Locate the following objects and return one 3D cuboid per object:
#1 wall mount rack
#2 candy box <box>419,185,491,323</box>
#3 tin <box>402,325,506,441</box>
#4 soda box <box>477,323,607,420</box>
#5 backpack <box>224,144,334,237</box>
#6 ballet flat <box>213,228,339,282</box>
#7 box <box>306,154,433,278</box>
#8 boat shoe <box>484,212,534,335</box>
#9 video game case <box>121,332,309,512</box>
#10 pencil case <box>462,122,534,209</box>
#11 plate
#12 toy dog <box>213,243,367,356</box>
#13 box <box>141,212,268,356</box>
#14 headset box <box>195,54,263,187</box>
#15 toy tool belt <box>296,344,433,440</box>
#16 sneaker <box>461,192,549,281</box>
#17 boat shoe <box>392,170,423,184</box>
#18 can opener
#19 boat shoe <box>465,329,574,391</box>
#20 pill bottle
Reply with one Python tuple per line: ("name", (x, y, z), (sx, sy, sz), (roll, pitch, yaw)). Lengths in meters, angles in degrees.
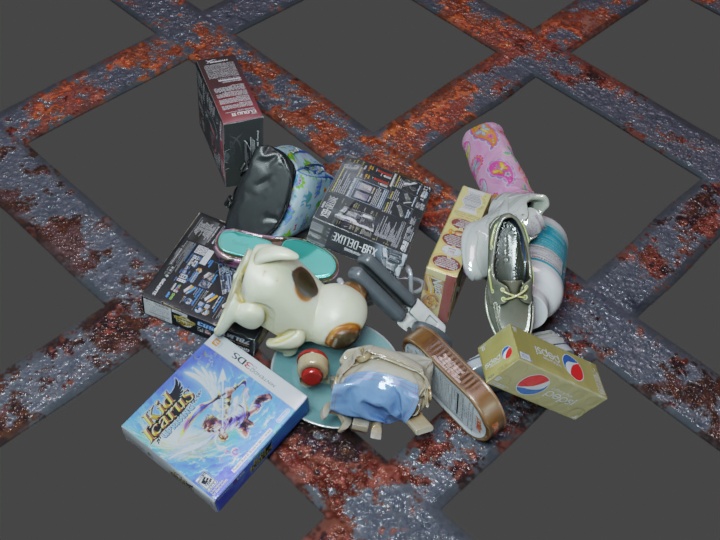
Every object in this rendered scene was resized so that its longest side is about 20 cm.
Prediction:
("wall mount rack", (0.000, 0.000, 1.641), (0.199, 0.075, 0.174), (-11, 27, -17))
("candy box", (0.154, -0.028, 1.650), (0.055, 0.116, 0.200), (18, 50, 11))
("tin", (0.133, 0.166, 1.484), (0.042, 0.112, 0.200), (-35, 59, -17))
("soda box", (0.266, 0.150, 1.473), (0.199, 0.068, 0.064), (25, 38, -33))
("backpack", (-0.125, -0.130, 1.675), (0.153, 0.164, 0.200), (23, 14, -2))
("ballet flat", (-0.131, -0.017, 1.580), (0.199, 0.071, 0.070), (12, 67, 1))
("box", (0.018, -0.092, 1.619), (0.157, 0.050, 0.200), (21, 40, 1))
("boat shoe", (0.219, 0.016, 1.491), (0.072, 0.060, 0.203), (-4, 84, 2))
("video game case", (-0.204, 0.208, 1.439), (0.181, 0.046, 0.200), (32, 61, 22))
("pencil case", (0.248, -0.173, 1.811), (0.087, 0.088, 0.201), (-9, 52, -14))
("plate", (-0.036, 0.158, 1.529), (0.199, 0.026, 0.201), (3, 48, -3))
("toy dog", (-0.085, 0.041, 1.486), (0.199, 0.194, 0.140), (24, 39, -12))
("box", (-0.214, 0.018, 1.616), (0.198, 0.050, 0.200), (21, 51, 9))
("headset box", (-0.227, -0.257, 1.788), (0.075, 0.149, 0.201), (-13, 51, -17))
("toy tool belt", (0.004, 0.173, 1.425), (0.199, 0.125, 0.123), (6, 41, 0))
("sneaker", (0.223, -0.061, 1.570), (0.099, 0.075, 0.200), (-3, 37, 44))
("boat shoe", (0.016, -0.119, 1.751), (0.199, 0.076, 0.074), (-21, 49, -32))
("can opener", (0.068, 0.052, 1.544), (0.053, 0.200, 0.067), (-54, 27, -17))
("boat shoe", (0.225, 0.123, 1.553), (0.201, 0.075, 0.086), (-12, 45, -23))
("pill bottle", (0.271, 0.006, 1.615), (0.110, 0.111, 0.200), (14, 38, 6))
